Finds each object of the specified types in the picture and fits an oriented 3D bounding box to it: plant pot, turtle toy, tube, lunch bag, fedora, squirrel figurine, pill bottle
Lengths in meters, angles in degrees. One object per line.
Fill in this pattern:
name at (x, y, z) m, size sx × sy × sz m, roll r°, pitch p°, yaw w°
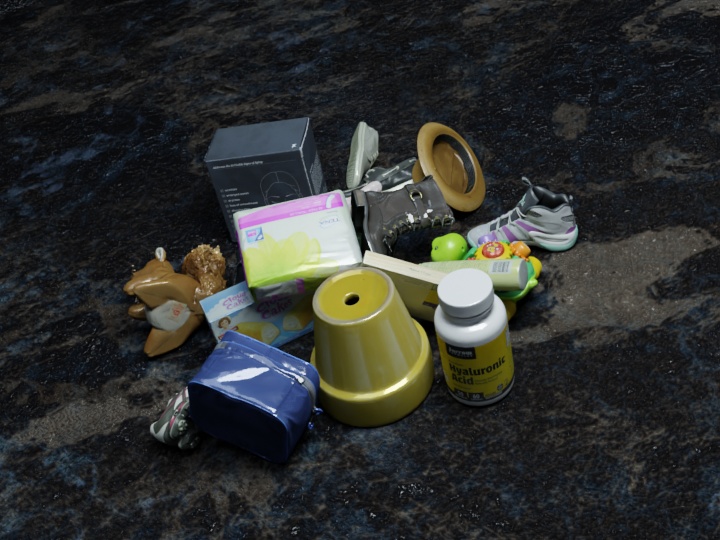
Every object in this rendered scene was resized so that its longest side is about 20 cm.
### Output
plant pot at (0.006, 0.107, 1.447) m, size 0.198 × 0.191 × 0.202 m, roll -10°, pitch 39°, yaw 8°
turtle toy at (0.210, -0.005, 1.580) m, size 0.198 × 0.102 × 0.146 m, roll 14°, pitch 47°, yaw 31°
tube at (0.171, 0.007, 1.502) m, size 0.197 × 0.058 × 0.053 m, roll 0°, pitch 76°, yaw 27°
lunch bag at (-0.152, 0.189, 1.423) m, size 0.198 × 0.137 × 0.133 m, roll 22°, pitch 49°, yaw 10°
fedora at (0.158, -0.189, 1.800) m, size 0.081 × 0.200 × 0.202 m, roll -33°, pitch 25°, yaw 38°
squirrel figurine at (-0.338, 0.033, 1.708) m, size 0.197 × 0.143 × 0.187 m, roll -19°, pitch 28°, yaw -12°
pill bottle at (0.169, 0.099, 1.393) m, size 0.110 × 0.202 × 0.112 m, roll -9°, pitch 39°, yaw 8°

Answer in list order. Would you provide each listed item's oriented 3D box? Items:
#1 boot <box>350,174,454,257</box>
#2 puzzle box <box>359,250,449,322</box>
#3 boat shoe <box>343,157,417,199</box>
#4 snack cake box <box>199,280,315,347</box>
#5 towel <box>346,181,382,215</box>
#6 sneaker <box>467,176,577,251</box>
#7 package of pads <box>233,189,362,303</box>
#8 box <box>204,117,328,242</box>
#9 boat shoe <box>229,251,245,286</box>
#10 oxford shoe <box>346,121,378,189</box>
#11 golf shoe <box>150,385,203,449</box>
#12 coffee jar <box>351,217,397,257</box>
boot at (0.081, -0.080, 1.601) m, size 0.171 × 0.070 × 0.202 m, roll -7°, pitch 60°, yaw -11°
puzzle box at (0.088, 0.033, 1.495) m, size 0.197 × 0.133 × 0.026 m, roll 16°, pitch 61°, yaw -4°
boat shoe at (0.033, -0.170, 1.842) m, size 0.197 × 0.072 × 0.068 m, roll -19°, pitch 76°, yaw -12°
snack cake box at (-0.164, 0.072, 1.600) m, size 0.198 × 0.116 × 0.067 m, roll -25°, pitch 40°, yaw -11°
towel at (-0.064, -0.078, 1.721) m, size 0.199 × 0.191 × 0.032 m, roll -39°, pitch 89°, yaw -27°
sneaker at (0.282, -0.104, 1.640) m, size 0.197 × 0.141 × 0.078 m, roll -5°, pitch 40°, yaw 11°
package of pads at (-0.103, -0.039, 1.546) m, size 0.197 × 0.068 × 0.156 m, roll -13°, pitch 63°, yaw -5°
box at (-0.180, -0.178, 1.834) m, size 0.197 × 0.198 × 0.125 m, roll -5°, pitch 40°, yaw 11°
boat shoe at (-0.207, -0.010, 1.731) m, size 0.074 × 0.062 × 0.202 m, roll -7°, pitch 51°, yaw 32°
oxford shoe at (0.008, -0.241, 1.957) m, size 0.057 × 0.076 × 0.202 m, roll 22°, pitch 42°, yaw -12°
golf shoe at (-0.266, 0.203, 1.515) m, size 0.087 × 0.078 × 0.200 m, roll -2°, pitch 33°, yaw 38°
coffee jar at (0.000, 0.000, 1.642) m, size 0.103 × 0.086 × 0.201 m, roll 28°, pitch 42°, yaw -10°
